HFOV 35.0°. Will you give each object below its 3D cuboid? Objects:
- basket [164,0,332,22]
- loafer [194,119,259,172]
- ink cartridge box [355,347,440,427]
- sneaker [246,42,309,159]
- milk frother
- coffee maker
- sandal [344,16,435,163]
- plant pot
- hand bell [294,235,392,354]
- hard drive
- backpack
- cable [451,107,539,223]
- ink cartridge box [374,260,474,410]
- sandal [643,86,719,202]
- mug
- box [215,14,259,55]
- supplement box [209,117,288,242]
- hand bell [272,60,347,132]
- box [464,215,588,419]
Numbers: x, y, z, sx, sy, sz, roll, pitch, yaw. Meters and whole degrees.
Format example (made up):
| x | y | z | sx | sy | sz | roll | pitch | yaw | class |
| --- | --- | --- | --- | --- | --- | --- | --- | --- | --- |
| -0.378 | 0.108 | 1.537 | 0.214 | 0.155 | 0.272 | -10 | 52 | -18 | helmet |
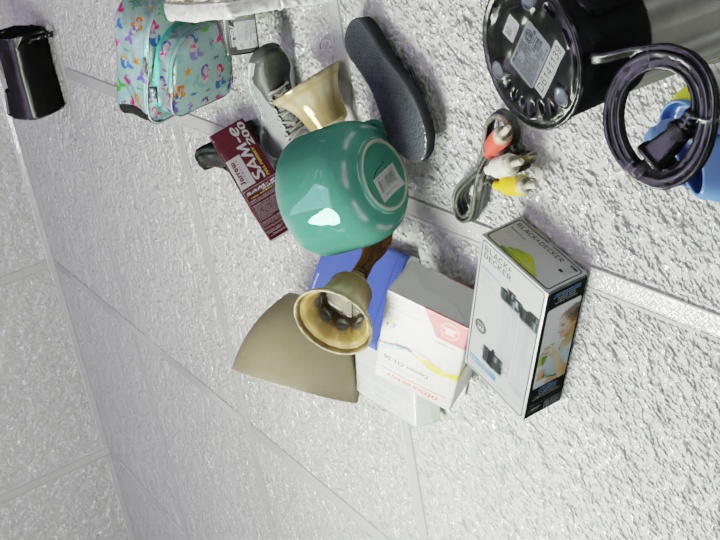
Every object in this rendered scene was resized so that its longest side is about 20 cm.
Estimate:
| x | y | z | sx | sy | sz | roll | pitch | yaw | class |
| --- | --- | --- | --- | --- | --- | --- | --- | --- | --- |
| -0.128 | -0.398 | 1.389 | 0.198 | 0.198 | 0.163 | 19 | 121 | 57 | basket |
| -0.216 | -0.184 | 1.865 | 0.073 | 0.072 | 0.200 | 65 | 156 | -5 | loafer |
| 0.049 | 0.100 | 1.613 | 0.160 | 0.050 | 0.203 | 26 | 121 | 55 | ink cartridge box |
| -0.095 | -0.220 | 1.612 | 0.115 | 0.075 | 0.201 | 42 | 155 | 34 | sneaker |
| 0.231 | -0.166 | 0.873 | 0.202 | 0.187 | 0.180 | 64 | 155 | 7 | milk frother |
| -0.773 | -0.457 | 2.658 | 0.192 | 0.134 | 0.202 | 28 | 135 | 52 | coffee maker |
| 0.045 | -0.223 | 1.368 | 0.202 | 0.042 | 0.076 | 65 | 146 | 18 | sandal |
| -0.082 | 0.110 | 1.735 | 0.200 | 0.199 | 0.136 | 10 | 84 | 60 | plant pot |
| 0.000 | 0.000 | 1.458 | 0.103 | 0.201 | 0.105 | 14 | 135 | 15 | hand bell |
| -0.003 | 0.021 | 1.582 | 0.199 | 0.025 | 0.133 | 24 | 95 | 55 | hard drive |
| -0.294 | -0.343 | 1.775 | 0.149 | 0.177 | 0.202 | 16 | 122 | 32 | backpack |
| 0.133 | -0.111 | 1.262 | 0.200 | 0.050 | 0.098 | -30 | 82 | 63 | cable |
| 0.086 | 0.098 | 1.449 | 0.116 | 0.068 | 0.201 | 25 | 138 | 17 | ink cartridge box |
| 0.303 | -0.074 | 0.923 | 0.200 | 0.086 | 0.080 | 42 | 143 | 39 | sandal |
| -0.012 | -0.118 | 1.387 | 0.114 | 0.151 | 0.187 | -13 | 69 | 40 | mug |
| -0.185 | -0.421 | 1.584 | 0.159 | 0.048 | 0.202 | -113 | 15 | -58 | box |
| -0.155 | -0.132 | 1.713 | 0.109 | 0.061 | 0.200 | 58 | 177 | 20 | supplement box |
| -0.022 | -0.163 | 1.511 | 0.201 | 0.104 | 0.104 | 59 | 155 | -9 | hand bell |
| 0.182 | 0.055 | 1.286 | 0.117 | 0.060 | 0.202 | 47 | 147 | 37 | box |
